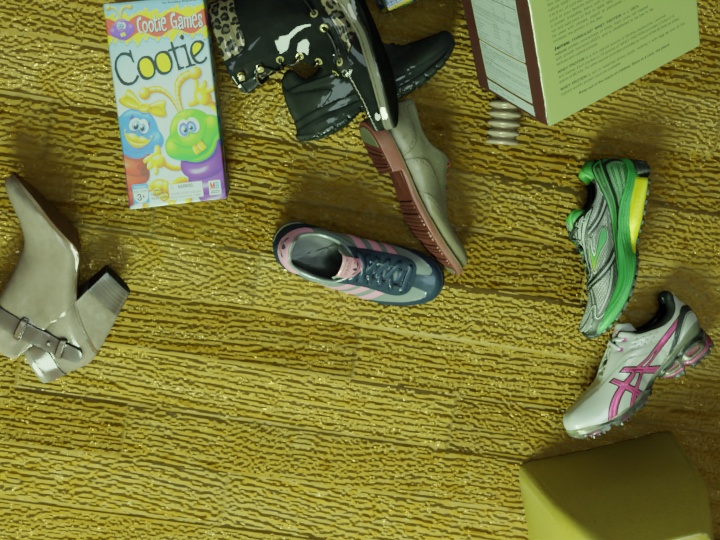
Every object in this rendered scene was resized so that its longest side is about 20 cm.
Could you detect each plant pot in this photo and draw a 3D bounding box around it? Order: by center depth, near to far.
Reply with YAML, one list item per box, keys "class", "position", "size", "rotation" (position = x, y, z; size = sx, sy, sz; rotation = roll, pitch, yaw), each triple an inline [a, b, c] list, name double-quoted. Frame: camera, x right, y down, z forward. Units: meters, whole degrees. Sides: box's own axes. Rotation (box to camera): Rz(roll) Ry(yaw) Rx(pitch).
- class: "plant pot"
  position: [0.302, 0.317, 1.245]
  size: [0.192, 0.200, 0.198]
  rotation: [-12, 100, -4]

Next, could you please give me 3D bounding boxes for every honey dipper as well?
- class: "honey dipper"
  position: [0.162, -0.239, 1.229]
  size: [0.037, 0.038, 0.204]
  rotation: [3, 96, -6]

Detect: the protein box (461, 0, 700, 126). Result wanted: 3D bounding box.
- class: "protein box"
  position: [0.211, -0.292, 1.119]
  size: [0.197, 0.135, 0.202]
  rotation: [-28, 127, -15]

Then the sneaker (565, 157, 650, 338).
- class: "sneaker"
  position: [0.264, -0.026, 1.259]
  size: [0.084, 0.078, 0.204]
  rotation: [8, 89, 0]

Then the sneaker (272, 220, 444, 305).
- class: "sneaker"
  position: [0.000, 0.000, 1.226]
  size: [0.196, 0.082, 0.071]
  rotation: [12, 97, -7]

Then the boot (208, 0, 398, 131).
- class: "boot"
  position: [-0.056, -0.217, 1.144]
  size: [0.149, 0.073, 0.203]
  rotation: [-21, 102, 14]

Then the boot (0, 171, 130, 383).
- class: "boot"
  position: [-0.348, 0.017, 1.204]
  size: [0.146, 0.070, 0.200]
  rotation: [-41, 100, 4]

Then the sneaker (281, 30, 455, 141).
- class: "sneaker"
  position: [0.006, -0.214, 1.201]
  size: [0.198, 0.076, 0.092]
  rotation: [-27, 94, -3]

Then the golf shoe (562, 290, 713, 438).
- class: "golf shoe"
  position: [0.299, 0.108, 1.280]
  size: [0.199, 0.073, 0.093]
  rotation: [-38, 94, -9]

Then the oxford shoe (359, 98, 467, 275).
- class: "oxford shoe"
  position: [0.076, -0.090, 1.227]
  size: [0.074, 0.070, 0.202]
  rotation: [-33, 109, -13]

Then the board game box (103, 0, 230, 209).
- class: "board game box"
  position: [-0.198, -0.174, 1.169]
  size: [0.103, 0.103, 0.204]
  rotation: [-7, 100, -4]

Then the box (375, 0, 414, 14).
- class: "box"
  position: [0.100, -0.344, 1.192]
  size: [0.198, 0.064, 0.071]
  rotation: [-26, 101, -2]
